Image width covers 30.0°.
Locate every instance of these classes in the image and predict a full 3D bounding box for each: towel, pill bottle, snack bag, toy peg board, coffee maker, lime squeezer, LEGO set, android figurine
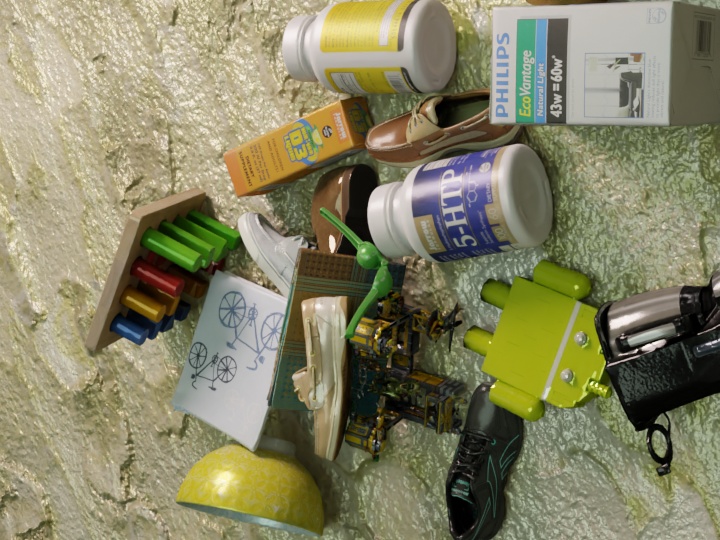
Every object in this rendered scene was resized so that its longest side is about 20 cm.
[{"bbox_3d":[-0.029,0.079,1.663,0.022,0.145,0.202,-150,70,-70],"label":"towel"},{"bbox_3d":[0.114,-0.073,1.586,0.199,0.119,0.121,-10,90,32],"label":"pill bottle"},{"bbox_3d":[-0.157,0.117,1.748,0.188,0.021,0.202,21,92,42],"label":"snack bag"},{"bbox_3d":[-0.252,0.013,1.789,0.097,0.200,0.200,26,109,11],"label":"toy peg board"},{"bbox_3d":[0.381,0.092,1.446,0.199,0.135,0.193,-21,107,33],"label":"coffee maker"},{"bbox_3d":[0.000,0.000,1.615,0.070,0.038,0.201,-14,52,2],"label":"lime squeezer"},{"bbox_3d":[0.007,-0.271,1.636,0.198,0.111,0.112,5,98,31],"label":"pill bottle"},{"bbox_3d":[0.065,0.134,1.623,0.115,0.153,0.202,15,106,30],"label":"LEGO set"},{"bbox_3d":[0.216,0.085,1.570,0.199,0.041,0.183,26,98,34],"label":"android figurine"}]

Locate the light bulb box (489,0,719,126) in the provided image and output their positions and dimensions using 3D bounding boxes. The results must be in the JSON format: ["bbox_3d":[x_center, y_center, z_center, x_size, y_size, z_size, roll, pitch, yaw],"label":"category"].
[{"bbox_3d":[0.266,-0.216,1.428,0.198,0.198,0.126,5,98,30],"label":"light bulb box"}]

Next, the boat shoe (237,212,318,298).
[{"bbox_3d":[-0.080,-0.007,1.751,0.071,0.070,0.201,-41,78,17],"label":"boat shoe"}]

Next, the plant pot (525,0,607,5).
[{"bbox_3d":[0.227,-0.393,1.461,0.185,0.186,0.202,15,116,30],"label":"plant pot"}]

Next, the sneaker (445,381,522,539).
[{"bbox_3d":[0.146,0.236,1.623,0.075,0.079,0.202,8,98,32],"label":"sneaker"}]

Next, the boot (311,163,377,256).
[{"bbox_3d":[-0.027,-0.033,1.708,0.075,0.073,0.202,1,81,44],"label":"boot"}]

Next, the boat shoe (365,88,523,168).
[{"bbox_3d":[0.094,-0.179,1.601,0.198,0.074,0.076,-10,55,27],"label":"boat shoe"}]

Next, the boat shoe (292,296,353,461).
[{"bbox_3d":[-0.048,0.129,1.624,0.068,0.074,0.202,4,96,7],"label":"boat shoe"}]

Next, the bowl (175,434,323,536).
[{"bbox_3d":[-0.134,0.273,1.754,0.199,0.200,0.109,3,73,32],"label":"bowl"}]

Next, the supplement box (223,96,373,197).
[{"bbox_3d":[-0.078,-0.158,1.728,0.199,0.069,0.067,-21,86,30],"label":"supplement box"}]
